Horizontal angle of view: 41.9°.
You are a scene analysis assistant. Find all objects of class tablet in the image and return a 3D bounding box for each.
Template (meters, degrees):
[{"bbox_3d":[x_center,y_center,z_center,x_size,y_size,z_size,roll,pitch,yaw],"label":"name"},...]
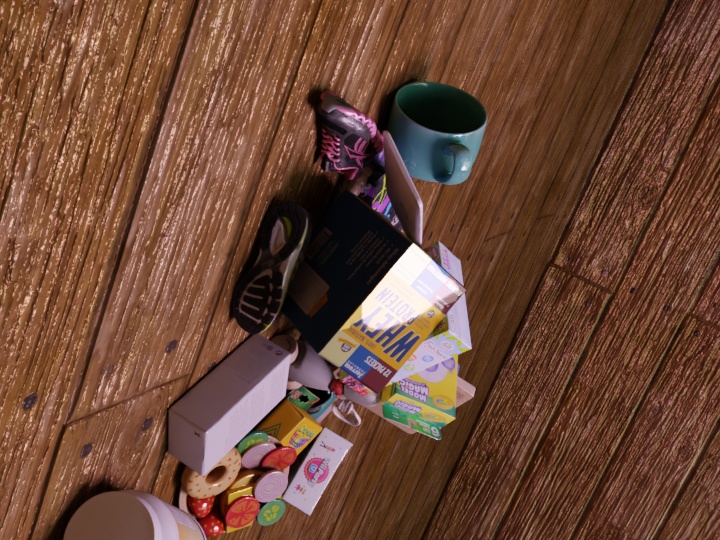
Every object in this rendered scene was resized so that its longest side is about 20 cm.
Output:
[{"bbox_3d":[0.062,-0.108,1.387,0.014,0.130,0.200,-22,160,-4],"label":"tablet"}]

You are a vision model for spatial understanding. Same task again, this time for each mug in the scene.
[{"bbox_3d":[0.112,-0.203,1.489,0.185,0.152,0.115,-64,171,-49],"label":"mug"}]

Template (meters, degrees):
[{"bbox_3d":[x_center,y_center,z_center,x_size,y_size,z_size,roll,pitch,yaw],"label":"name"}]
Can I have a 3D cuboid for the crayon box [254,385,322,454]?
[{"bbox_3d":[-0.141,0.293,1.607,0.200,0.051,0.127,-46,159,-4],"label":"crayon box"}]

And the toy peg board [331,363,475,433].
[{"bbox_3d":[0.075,0.169,1.658,0.200,0.199,0.098,-42,-159,48],"label":"toy peg board"}]

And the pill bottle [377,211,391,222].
[{"bbox_3d":[0.000,0.000,1.554,0.111,0.111,0.200,-40,152,-47],"label":"pill bottle"}]

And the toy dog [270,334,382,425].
[{"bbox_3d":[-0.053,0.153,1.524,0.096,0.200,0.132,-60,179,-33],"label":"toy dog"}]

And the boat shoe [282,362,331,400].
[{"bbox_3d":[-0.086,0.162,1.624,0.200,0.063,0.073,-46,156,-37],"label":"boat shoe"}]

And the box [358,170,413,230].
[{"bbox_3d":[0.041,-0.116,1.617,0.143,0.036,0.200,-46,157,-38],"label":"box"}]

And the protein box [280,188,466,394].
[{"bbox_3d":[0.002,0.027,1.352,0.199,0.200,0.135,-50,129,2],"label":"protein box"}]

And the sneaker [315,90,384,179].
[{"bbox_3d":[-0.025,-0.181,1.326,0.095,0.079,0.200,-51,159,2],"label":"sneaker"}]

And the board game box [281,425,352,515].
[{"bbox_3d":[-0.095,0.361,1.745,0.148,0.064,0.200,-58,-172,-12],"label":"board game box"}]

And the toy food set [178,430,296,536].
[{"bbox_3d":[-0.194,0.341,1.499,0.197,0.049,0.201,-12,122,-30],"label":"toy food set"}]

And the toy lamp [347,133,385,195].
[{"bbox_3d":[-0.011,-0.119,1.451,0.200,0.058,0.058,-60,160,-3],"label":"toy lamp"}]

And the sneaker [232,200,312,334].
[{"bbox_3d":[-0.114,-0.001,1.330,0.200,0.074,0.081,-64,164,11],"label":"sneaker"}]

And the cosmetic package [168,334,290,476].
[{"bbox_3d":[-0.192,0.194,1.389,0.200,0.071,0.102,-43,153,-44],"label":"cosmetic package"}]

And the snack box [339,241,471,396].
[{"bbox_3d":[0.061,0.073,1.419,0.068,0.200,0.169,39,35,-39],"label":"snack box"}]

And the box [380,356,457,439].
[{"bbox_3d":[0.096,0.163,1.505,0.048,0.117,0.200,-43,-150,46],"label":"box"}]

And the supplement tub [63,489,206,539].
[{"bbox_3d":[-0.297,0.373,1.253,0.145,0.144,0.200,-57,160,-15],"label":"supplement tub"}]

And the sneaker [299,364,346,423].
[{"bbox_3d":[-0.055,0.208,1.752,0.200,0.071,0.080,-47,160,-33],"label":"sneaker"}]
